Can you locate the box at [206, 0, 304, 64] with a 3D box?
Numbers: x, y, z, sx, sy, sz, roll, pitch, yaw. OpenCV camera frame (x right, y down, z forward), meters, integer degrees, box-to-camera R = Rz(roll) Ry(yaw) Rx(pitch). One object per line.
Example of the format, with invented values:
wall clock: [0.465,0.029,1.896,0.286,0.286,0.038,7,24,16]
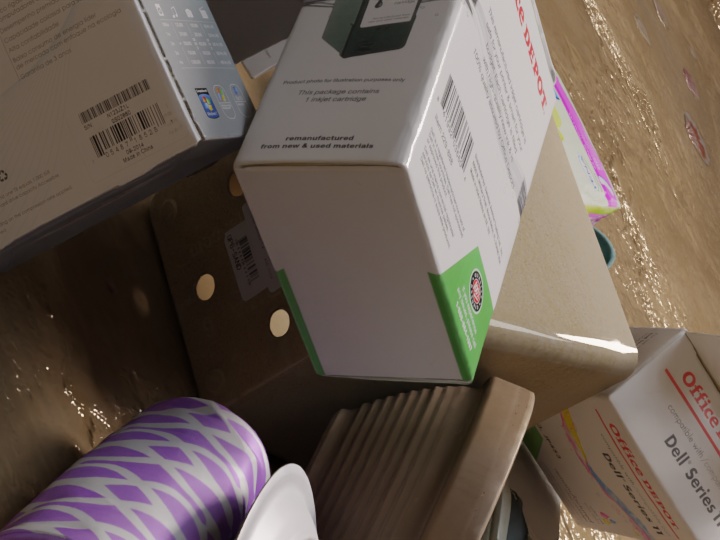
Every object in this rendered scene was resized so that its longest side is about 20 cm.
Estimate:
box: [-0.119,-0.208,1.080,0.199,0.200,0.131,43,31,-43]

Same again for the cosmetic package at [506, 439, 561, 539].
cosmetic package: [0.073,0.109,1.345,0.113,0.081,0.200,56,23,-20]

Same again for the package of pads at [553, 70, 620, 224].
package of pads: [0.143,-0.104,1.776,0.200,0.068,0.155,2,63,-66]

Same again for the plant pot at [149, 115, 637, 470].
plant pot: [0.000,0.000,1.163,0.177,0.200,0.200,9,57,-49]

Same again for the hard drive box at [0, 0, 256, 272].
hard drive box: [-0.158,-0.116,0.940,0.200,0.156,0.077,66,21,3]

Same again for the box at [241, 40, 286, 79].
box: [-0.102,-0.236,1.342,0.200,0.041,0.156,59,11,-19]

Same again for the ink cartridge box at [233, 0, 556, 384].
ink cartridge box: [0.024,-0.067,0.996,0.146,0.084,0.200,70,29,-42]

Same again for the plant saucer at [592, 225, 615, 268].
plant saucer: [0.069,-0.014,1.389,0.200,0.200,0.036,-50,152,-68]

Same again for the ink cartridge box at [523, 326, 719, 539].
ink cartridge box: [0.167,0.097,1.219,0.117,0.067,0.200,56,-19,-11]

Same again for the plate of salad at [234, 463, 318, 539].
plate of salad: [-0.057,0.182,0.916,0.200,0.048,0.200,10,90,-77]

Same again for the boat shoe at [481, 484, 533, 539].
boat shoe: [0.061,0.206,1.178,0.062,0.073,0.200,54,37,-36]

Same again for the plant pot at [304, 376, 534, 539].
plant pot: [0.008,0.135,1.073,0.093,0.201,0.201,25,25,2]

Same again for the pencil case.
pencil case: [-0.102,0.122,0.910,0.200,0.084,0.086,-41,140,-67]
